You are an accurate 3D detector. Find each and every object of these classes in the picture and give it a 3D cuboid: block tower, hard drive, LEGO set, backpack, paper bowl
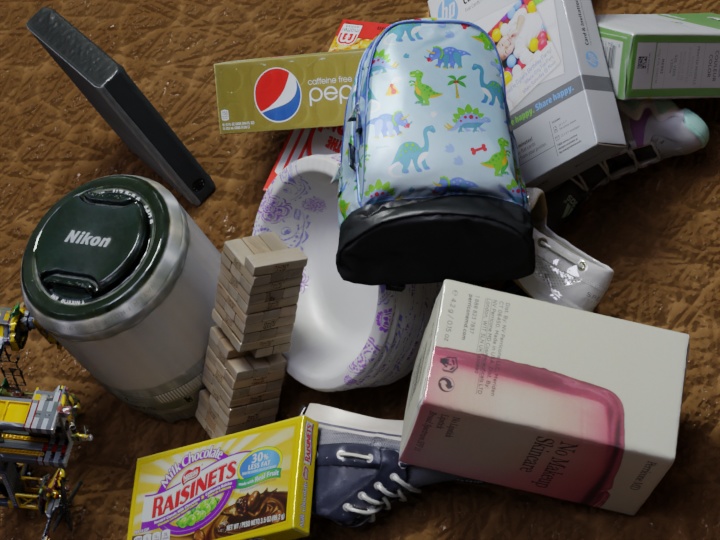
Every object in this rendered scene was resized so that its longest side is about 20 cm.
[{"bbox_3d":[-0.096,0.059,1.676,0.054,0.201,0.058,-12,42,-32],"label":"block tower"},{"bbox_3d":[-0.228,-0.157,1.865,0.033,0.200,0.139,-44,51,-7],"label":"hard drive"},{"bbox_3d":[-0.279,0.130,1.720,0.115,0.201,0.154,5,43,10],"label":"LEGO set"},{"bbox_3d":[0.057,-0.102,1.551,0.162,0.154,0.201,0,48,1],"label":"backpack"},{"bbox_3d":[0.000,0.000,1.676,0.200,0.104,0.203,6,97,53],"label":"paper bowl"}]

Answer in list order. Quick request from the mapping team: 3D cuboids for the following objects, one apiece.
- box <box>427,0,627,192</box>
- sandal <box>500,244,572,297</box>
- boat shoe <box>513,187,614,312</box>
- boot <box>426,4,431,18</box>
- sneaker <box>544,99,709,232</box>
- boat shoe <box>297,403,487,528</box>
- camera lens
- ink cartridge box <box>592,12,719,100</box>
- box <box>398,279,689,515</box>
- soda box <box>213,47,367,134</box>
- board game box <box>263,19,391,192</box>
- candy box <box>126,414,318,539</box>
[{"bbox_3d":[0.139,-0.169,1.653,0.156,0.041,0.202,-28,67,46],"label":"box"},{"bbox_3d":[0.125,0.059,1.642,0.076,0.043,0.200,37,83,21],"label":"sandal"},{"bbox_3d":[0.129,-0.041,1.612,0.200,0.071,0.069,42,107,16],"label":"boat shoe"},{"bbox_3d":[0.127,-0.293,1.781,0.071,0.143,0.203,-175,88,-66],"label":"boot"},{"bbox_3d":[0.199,-0.080,1.694,0.199,0.078,0.141,4,67,32],"label":"sneaker"},{"bbox_3d":[0.024,0.175,1.616,0.199,0.075,0.093,7,71,36],"label":"boat shoe"},{"bbox_3d":[-0.195,0.024,1.730,0.159,0.200,0.161,-13,55,18],"label":"camera lens"},{"bbox_3d":[0.267,-0.186,1.686,0.104,0.199,0.060,23,113,50],"label":"ink cartridge box"},{"bbox_3d":[0.140,0.101,1.512,0.198,0.128,0.110,13,62,-1],"label":"box"},{"bbox_3d":[-0.032,-0.166,1.787,0.198,0.064,0.068,-2,97,25],"label":"soda box"},{"bbox_3d":[0.016,-0.137,1.831,0.150,0.046,0.201,9,64,31],"label":"board game box"},{"bbox_3d":[-0.120,0.192,1.659,0.199,0.026,0.103,-18,53,36],"label":"candy box"}]
